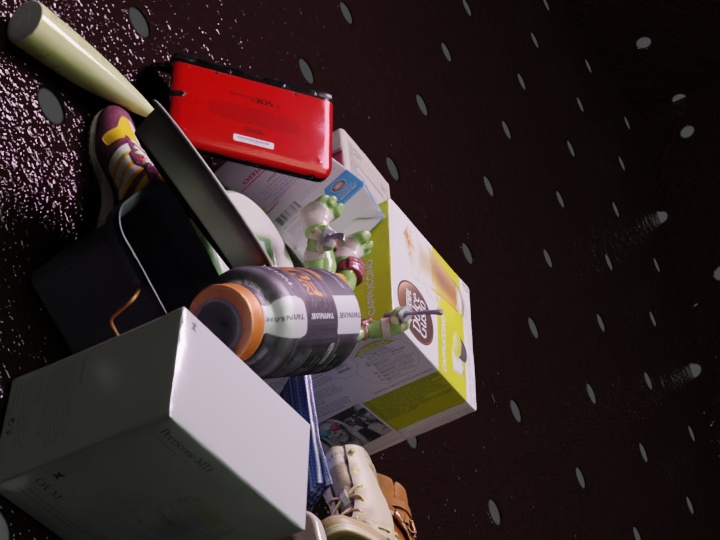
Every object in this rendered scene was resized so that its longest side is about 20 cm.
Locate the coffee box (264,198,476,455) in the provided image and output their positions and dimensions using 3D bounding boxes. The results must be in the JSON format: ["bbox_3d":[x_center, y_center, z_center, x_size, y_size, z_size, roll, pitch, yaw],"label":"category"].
[{"bbox_3d":[0.005,0.076,1.811,0.198,0.199,0.201,47,29,-38],"label":"coffee box"}]

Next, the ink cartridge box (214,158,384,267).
[{"bbox_3d":[-0.077,-0.088,1.798,0.200,0.115,0.068,40,-12,44],"label":"ink cartridge box"}]

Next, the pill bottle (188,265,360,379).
[{"bbox_3d":[-0.085,0.049,1.418,0.200,0.105,0.107,2,67,-66],"label":"pill bottle"}]

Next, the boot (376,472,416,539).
[{"bbox_3d":[0.050,0.347,1.846,0.200,0.076,0.156,38,32,-37],"label":"boot"}]

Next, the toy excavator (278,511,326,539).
[{"bbox_3d":[-0.092,0.236,1.458,0.100,0.198,0.196,47,44,-39],"label":"toy excavator"}]

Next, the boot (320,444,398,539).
[{"bbox_3d":[-0.014,0.254,1.597,0.200,0.072,0.157,42,23,-55],"label":"boot"}]

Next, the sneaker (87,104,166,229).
[{"bbox_3d":[-0.232,-0.096,1.591,0.075,0.089,0.202,31,42,-54],"label":"sneaker"}]

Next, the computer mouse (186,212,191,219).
[{"bbox_3d":[-0.197,-0.109,1.643,0.200,0.058,0.034,-128,-151,-57],"label":"computer mouse"}]

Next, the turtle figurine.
[{"bbox_3d":[0.000,0.000,1.618,0.142,0.201,0.195,15,37,-17],"label":"turtle figurine"}]

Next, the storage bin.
[{"bbox_3d":[-0.218,0.042,1.438,0.201,0.133,0.146,61,23,-11],"label":"storage bin"}]

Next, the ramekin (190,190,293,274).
[{"bbox_3d":[-0.152,0.010,1.657,0.200,0.097,0.201,47,30,-39],"label":"ramekin"}]

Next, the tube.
[{"bbox_3d":[-0.293,-0.216,1.613,0.200,0.052,0.059,36,36,-50],"label":"tube"}]

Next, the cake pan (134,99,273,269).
[{"bbox_3d":[-0.157,-0.074,1.467,0.201,0.037,0.200,53,-6,8],"label":"cake pan"}]

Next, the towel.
[{"bbox_3d":[-0.072,0.201,1.579,0.024,0.200,0.146,2,57,-20],"label":"towel"}]

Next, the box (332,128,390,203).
[{"bbox_3d":[-0.030,-0.060,1.960,0.128,0.108,0.201,48,25,-39],"label":"box"}]

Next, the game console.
[{"bbox_3d":[-0.143,-0.175,1.756,0.198,0.119,0.174,12,61,-22],"label":"game console"}]

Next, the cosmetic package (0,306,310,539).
[{"bbox_3d":[-0.179,0.163,1.328,0.199,0.199,0.124,47,30,-38],"label":"cosmetic package"}]
